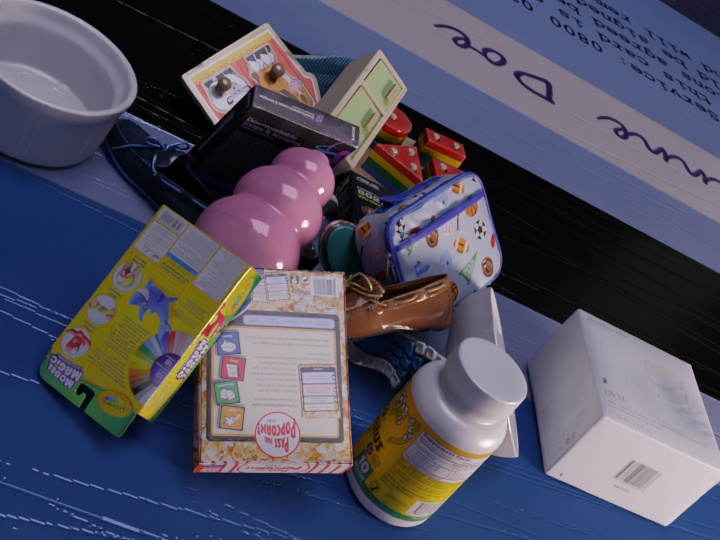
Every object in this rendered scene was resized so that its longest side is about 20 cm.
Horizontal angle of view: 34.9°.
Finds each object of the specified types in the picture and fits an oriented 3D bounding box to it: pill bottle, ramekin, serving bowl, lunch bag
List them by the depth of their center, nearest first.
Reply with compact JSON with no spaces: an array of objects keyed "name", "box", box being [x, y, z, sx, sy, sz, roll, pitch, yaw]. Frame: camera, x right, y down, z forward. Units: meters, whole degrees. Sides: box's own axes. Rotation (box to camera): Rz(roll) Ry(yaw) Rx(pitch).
[{"name":"pill bottle","box":[0.079,0.164,1.177,0.113,0.200,0.113,25,35,-19]},{"name":"ramekin","box":[-0.367,-0.211,1.307,0.200,0.098,0.201,26,34,-19]},{"name":"serving bowl","box":[0.139,0.123,1.346,0.066,0.200,0.200,-8,36,9]},{"name":"lunch bag","box":[0.083,-0.028,1.376,0.200,0.075,0.161,-33,115,-41]}]

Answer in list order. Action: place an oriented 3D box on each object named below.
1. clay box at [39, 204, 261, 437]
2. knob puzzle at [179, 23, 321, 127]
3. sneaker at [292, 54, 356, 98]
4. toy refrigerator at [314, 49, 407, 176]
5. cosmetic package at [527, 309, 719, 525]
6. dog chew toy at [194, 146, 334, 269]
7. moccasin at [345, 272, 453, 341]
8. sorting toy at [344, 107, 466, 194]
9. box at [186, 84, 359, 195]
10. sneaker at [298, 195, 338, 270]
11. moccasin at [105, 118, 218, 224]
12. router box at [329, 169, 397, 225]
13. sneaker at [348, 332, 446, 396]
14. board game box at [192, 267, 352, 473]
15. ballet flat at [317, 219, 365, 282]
[{"name":"clay box","box":[-0.200,0.051,1.086,0.115,0.200,0.048,34,-8,18]},{"name":"knob puzzle","box":[-0.121,-0.223,1.555,0.219,0.030,0.220,13,66,-30]},{"name":"sneaker","box":[-0.074,-0.286,1.687,0.200,0.077,0.081,3,13,-33]},{"name":"toy refrigerator","box":[-0.011,-0.220,1.595,0.076,0.070,0.200,53,44,-22]},{"name":"cosmetic package","box":[0.338,0.187,1.477,0.199,0.123,0.200,25,33,-20]},{"name":"dog chew toy","box":[-0.100,-0.058,1.278,0.124,0.125,0.200,37,64,-1]},{"name":"moccasin","box":[0.008,0.035,1.257,0.201,0.078,0.074,-4,12,-15]},{"name":"sorting toy","box":[0.075,-0.159,1.698,0.198,0.070,0.200,22,36,-23]},{"name":"box","box":[-0.112,-0.142,1.376,0.143,0.200,0.036,19,61,-28]},{"name":"sneaker","box":[-0.077,-0.039,1.411,0.200,0.071,0.099,-18,72,-55]},{"name":"moccasin","box":[-0.220,-0.116,1.357,0.200,0.068,0.080,45,33,12]},{"name":"router box","box":[0.056,-0.036,1.519,0.200,0.062,0.150,27,26,-18]},{"name":"sneaker","box":[0.065,0.111,1.317,0.087,0.075,0.200,21,13,-46]},{"name":"board game box","box":[-0.088,0.097,1.128,0.151,0.046,0.201,4,69,-16]},{"name":"ballet flat","box":[0.000,0.000,1.401,0.200,0.069,0.071,45,0,-39]}]
